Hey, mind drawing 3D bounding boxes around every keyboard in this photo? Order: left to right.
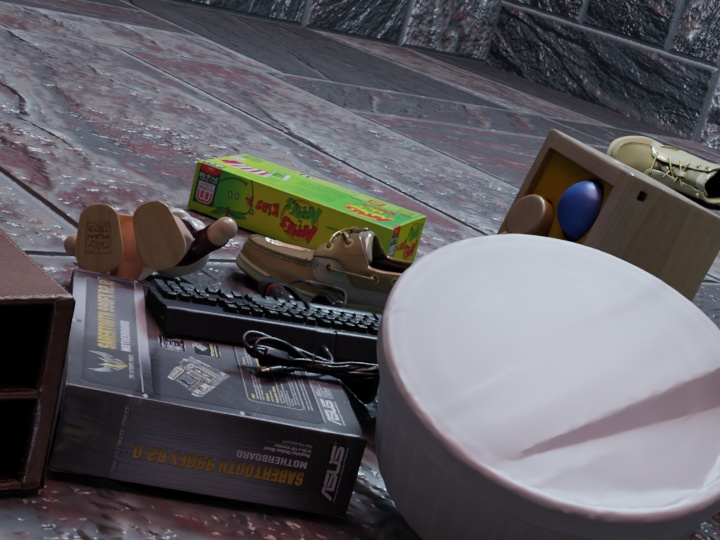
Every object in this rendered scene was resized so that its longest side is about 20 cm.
[{"bbox_3d":[-0.024,0.038,0.782,0.199,0.021,0.127,9,16,-24],"label":"keyboard"}]

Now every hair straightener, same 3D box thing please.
[{"bbox_3d":[-0.023,0.045,0.933,0.076,0.041,0.200,10,11,-22],"label":"hair straightener"}]

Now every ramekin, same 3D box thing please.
[{"bbox_3d":[0.098,0.080,0.690,0.201,0.095,0.203,9,39,-7],"label":"ramekin"}]

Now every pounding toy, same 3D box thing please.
[{"bbox_3d":[0.156,-0.010,1.068,0.141,0.185,0.200,23,11,-21],"label":"pounding toy"}]

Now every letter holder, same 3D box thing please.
[{"bbox_3d":[-0.251,0.022,0.643,0.141,0.101,0.200,1,20,-38],"label":"letter holder"}]

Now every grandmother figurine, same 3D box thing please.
[{"bbox_3d":[-0.145,-0.018,0.920,0.120,0.061,0.200,6,-1,5],"label":"grandmother figurine"}]

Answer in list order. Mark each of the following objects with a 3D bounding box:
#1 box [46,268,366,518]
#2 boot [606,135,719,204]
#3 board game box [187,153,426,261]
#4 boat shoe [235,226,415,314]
[{"bbox_3d":[-0.093,0.064,0.749,0.157,0.049,0.200,11,14,-15],"label":"box"},{"bbox_3d":[0.522,-0.164,2.186,0.199,0.073,0.155,16,11,-22],"label":"boot"},{"bbox_3d":[-0.049,-0.055,1.236,0.199,0.048,0.102,20,16,17],"label":"board game box"},{"bbox_3d":[0.000,0.000,1.045,0.199,0.067,0.074,17,14,7],"label":"boat shoe"}]
